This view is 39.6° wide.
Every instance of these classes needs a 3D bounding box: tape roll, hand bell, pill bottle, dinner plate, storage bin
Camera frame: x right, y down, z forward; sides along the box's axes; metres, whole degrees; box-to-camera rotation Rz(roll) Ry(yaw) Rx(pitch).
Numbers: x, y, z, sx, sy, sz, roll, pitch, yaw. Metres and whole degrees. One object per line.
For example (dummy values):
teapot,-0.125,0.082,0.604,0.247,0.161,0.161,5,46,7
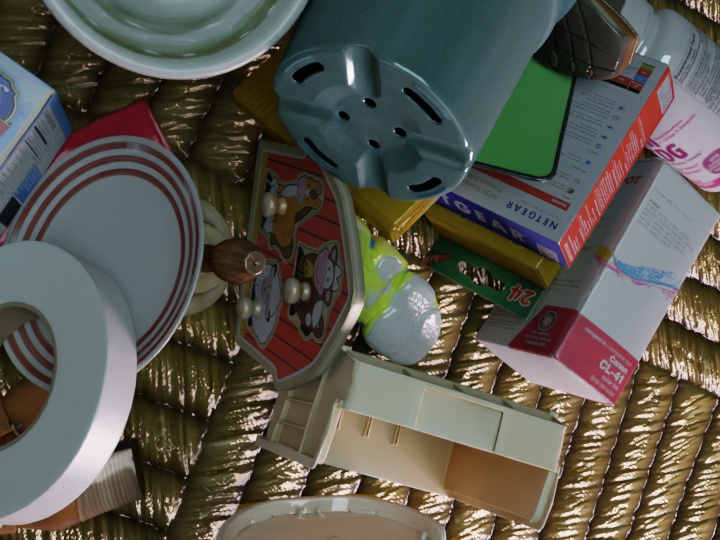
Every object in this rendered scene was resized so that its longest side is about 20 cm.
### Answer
tape roll,-0.251,0.081,0.727,0.037,0.200,0.206,32,78,-60
hand bell,-0.115,-0.007,0.769,0.102,0.199,0.107,-2,94,-25
pill bottle,0.294,-0.174,0.953,0.198,0.113,0.115,32,81,-15
dinner plate,-0.198,-0.005,0.763,0.024,0.197,0.204,33,78,-58
storage bin,0.038,0.134,0.829,0.196,0.198,0.096,19,81,-17

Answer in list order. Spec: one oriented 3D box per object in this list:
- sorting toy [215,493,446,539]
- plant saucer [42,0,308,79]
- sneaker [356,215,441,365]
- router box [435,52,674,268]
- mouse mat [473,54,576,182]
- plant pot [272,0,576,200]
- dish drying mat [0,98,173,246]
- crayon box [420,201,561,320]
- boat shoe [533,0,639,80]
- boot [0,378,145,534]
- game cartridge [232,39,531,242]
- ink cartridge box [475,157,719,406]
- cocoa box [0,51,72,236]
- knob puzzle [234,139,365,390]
sorting toy,-0.039,0.297,0.863,0.196,0.107,0.184,1,98,-19
plant saucer,-0.121,-0.225,0.643,0.196,0.050,0.205,-2,97,-17
sneaker,0.000,0.000,0.883,0.076,0.105,0.201,-41,133,-5
router box,0.140,-0.126,0.870,0.181,0.198,0.049,-55,148,-9
mouse mat,0.099,-0.165,0.825,0.158,0.008,0.203,15,57,7
plant pot,0.041,-0.172,0.713,0.198,0.200,0.199,34,63,-15
dish drying mat,-0.248,-0.064,0.826,0.198,0.018,0.078,-31,99,-16
crayon box,0.147,-0.072,0.901,0.202,0.126,0.051,-58,149,-9
boat shoe,0.149,-0.235,0.826,0.073,0.076,0.199,-35,64,-30
boot,-0.265,0.108,0.803,0.152,0.077,0.205,-11,92,-7
game cartridge,0.016,-0.148,0.850,0.199,0.033,0.176,41,77,20
ink cartridge box,0.213,0.008,0.910,0.085,0.147,0.202,37,80,-17
cocoa box,-0.330,-0.122,0.727,0.198,0.133,0.133,35,80,-7
knob puzzle,-0.056,-0.003,0.780,0.030,0.218,0.225,4,90,-30
